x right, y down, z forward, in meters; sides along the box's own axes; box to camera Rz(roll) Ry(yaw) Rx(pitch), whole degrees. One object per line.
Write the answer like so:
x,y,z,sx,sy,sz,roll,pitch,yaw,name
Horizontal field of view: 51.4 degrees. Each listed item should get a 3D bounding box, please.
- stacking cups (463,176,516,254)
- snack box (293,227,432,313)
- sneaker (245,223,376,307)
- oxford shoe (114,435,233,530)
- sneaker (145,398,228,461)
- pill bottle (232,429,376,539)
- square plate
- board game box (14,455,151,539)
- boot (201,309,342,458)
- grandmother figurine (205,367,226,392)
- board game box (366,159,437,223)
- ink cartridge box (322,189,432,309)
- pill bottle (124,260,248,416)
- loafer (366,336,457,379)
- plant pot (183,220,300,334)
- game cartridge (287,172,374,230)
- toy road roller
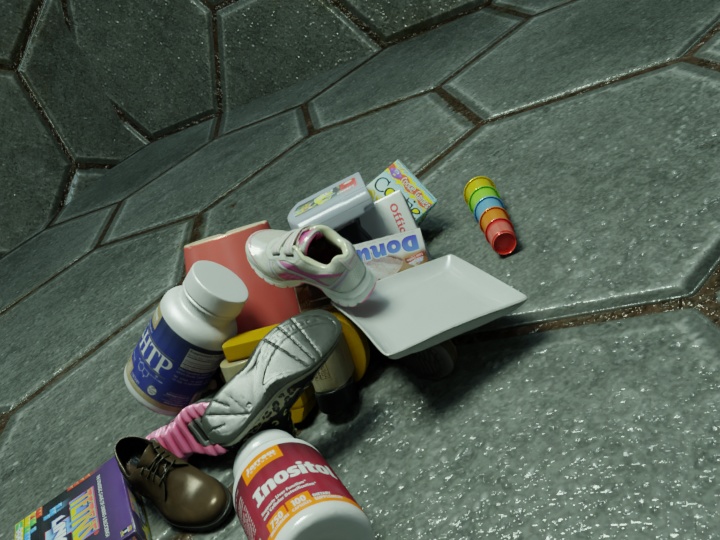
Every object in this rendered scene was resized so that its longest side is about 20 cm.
0.212,-0.092,1.206,0.059,0.061,0.201,-23,25,8,stacking cups
0.000,0.000,1.062,0.195,0.074,0.024,-15,-8,-7,snack box
-0.072,-0.026,0.990,0.195,0.089,0.082,14,54,25,sneaker
-0.244,0.264,0.937,0.196,0.085,0.073,13,54,32,oxford shoe
-0.216,0.213,1.032,0.197,0.080,0.095,-27,5,33,sneaker
-0.069,0.247,0.775,0.112,0.115,0.199,-33,25,-13,pill bottle
0.082,0.046,0.957,0.194,0.029,0.200,-21,23,-16,square plate
-0.357,0.346,0.957,0.164,0.058,0.199,-35,25,-13,board game box
-0.097,0.153,0.923,0.073,0.155,0.203,37,69,25,boot
-0.205,0.160,1.165,0.196,0.062,0.120,-16,-1,31,grandmother figurine
0.022,-0.077,1.280,0.199,0.103,0.105,-42,-6,-30,board game box
0.006,-0.010,1.137,0.196,0.148,0.084,-25,-8,5,ink cartridge box
-0.243,0.093,1.061,0.202,0.118,0.120,-56,16,20,pill bottle
0.067,0.083,1.001,0.070,0.074,0.198,-35,27,-22,loafer
-0.190,0.027,1.188,0.195,0.182,0.201,-16,8,2,plant pot
-0.048,-0.097,1.139,0.131,0.041,0.200,-31,14,4,game cartridge
-0.080,0.123,1.033,0.195,0.126,0.146,-15,12,22,toy road roller
